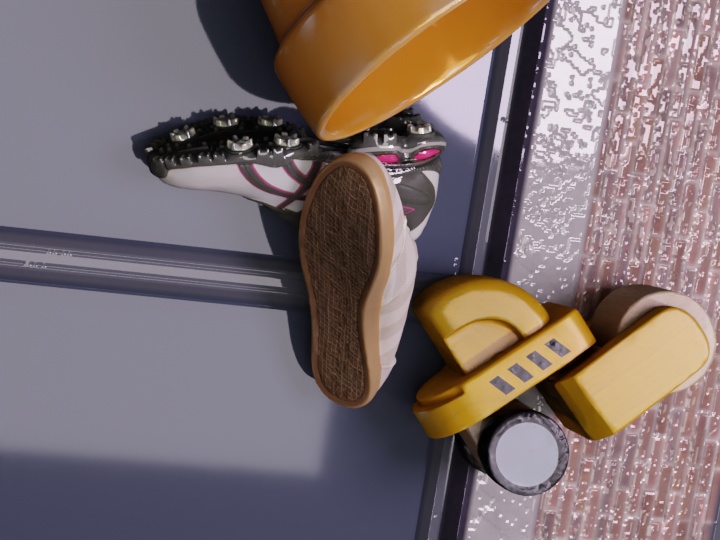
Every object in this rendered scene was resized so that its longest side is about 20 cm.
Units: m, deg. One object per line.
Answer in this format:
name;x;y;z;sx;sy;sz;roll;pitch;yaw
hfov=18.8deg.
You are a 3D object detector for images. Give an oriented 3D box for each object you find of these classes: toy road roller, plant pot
toy road roller;0.124;0.050;1.478;0.200;0.123;0.146;-34;97;-5
plant pot;0.005;-0.212;1.351;0.200;0.200;0.183;-34;83;-6

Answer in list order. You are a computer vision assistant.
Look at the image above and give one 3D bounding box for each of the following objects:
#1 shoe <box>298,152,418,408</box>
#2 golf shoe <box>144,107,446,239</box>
shoe;0.000;0.000;1.432;0.053;0.070;0.200;-40;146;-41
golf shoe;-0.042;-0.057;1.434;0.200;0.077;0.088;-1;112;-13
